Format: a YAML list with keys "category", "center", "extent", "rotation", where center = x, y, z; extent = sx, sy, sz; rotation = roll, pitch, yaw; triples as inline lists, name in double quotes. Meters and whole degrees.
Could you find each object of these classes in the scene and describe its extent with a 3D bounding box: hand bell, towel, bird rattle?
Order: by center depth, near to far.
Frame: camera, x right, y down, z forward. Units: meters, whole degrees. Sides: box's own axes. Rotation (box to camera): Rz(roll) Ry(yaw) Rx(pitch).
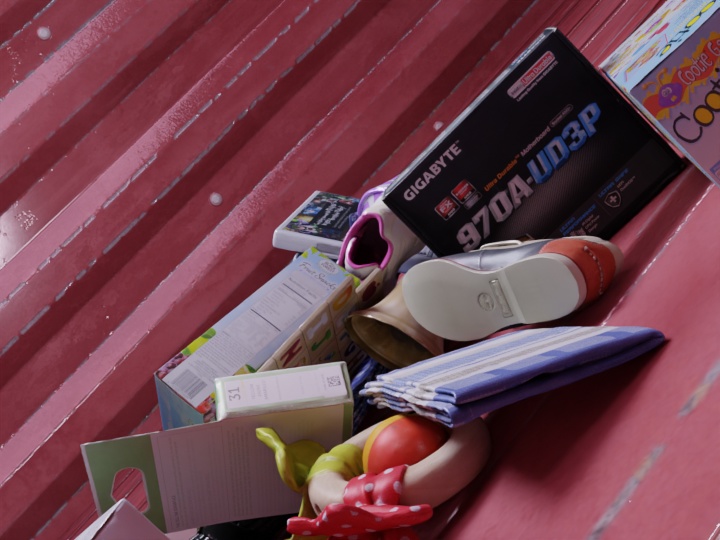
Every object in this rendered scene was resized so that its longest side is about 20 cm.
- category: "towel"
  center: [0.091, 0.066, 0.683]
  extent: [0.147, 0.024, 0.200]
  rotation: [-17, 1, -15]
- category: "bird rattle"
  center: [0.012, 0.134, 0.689]
  extent: [0.163, 0.113, 0.200]
  rotation: [-30, 3, -20]
- category: "hand bell"
  center: [0.079, -0.007, 0.950]
  extent: [0.200, 0.104, 0.104]
  rotation: [-58, 10, -22]
- category: "towel"
  center: [0.008, 0.098, 1.048]
  extent: [0.200, 0.024, 0.145]
  rotation: [-60, 3, -28]

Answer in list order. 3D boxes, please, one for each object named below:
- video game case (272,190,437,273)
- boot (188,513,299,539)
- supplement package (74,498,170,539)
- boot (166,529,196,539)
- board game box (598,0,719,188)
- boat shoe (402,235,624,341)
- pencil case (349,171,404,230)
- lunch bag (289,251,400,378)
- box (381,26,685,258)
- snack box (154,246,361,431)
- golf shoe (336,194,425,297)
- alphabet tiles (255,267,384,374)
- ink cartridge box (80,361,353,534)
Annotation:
- category: "video game case"
  center: [0.013, -0.044, 1.173]
  extent: [0.200, 0.182, 0.023]
  rotation: [-58, -22, -70]
- category: "boot"
  center: [-0.117, 0.246, 0.874]
  extent: [0.158, 0.079, 0.211]
  rotation: [-46, 6, 2]
- category: "supplement package"
  center: [-0.171, 0.282, 0.655]
  extent: [0.111, 0.156, 0.200]
  rotation: [-41, 8, 42]
- category: "boot"
  center: [-0.119, 0.228, 1.087]
  extent: [0.200, 0.073, 0.090]
  rotation: [-41, -1, 23]
- category: "board game box"
  center: [0.261, -0.144, 0.773]
  extent: [0.105, 0.103, 0.200]
  rotation: [-44, 6, 17]
- category: "boat shoe"
  center: [0.113, 0.010, 0.810]
  extent: [0.063, 0.071, 0.200]
  rotation: [-29, 11, -37]
- category: "pencil case"
  center: [0.081, -0.073, 1.091]
  extent: [0.084, 0.086, 0.200]
  rotation: [8, 26, 39]
- category: "lunch bag"
  center: [-0.038, 0.054, 1.189]
  extent: [0.170, 0.127, 0.200]
  rotation: [-65, -11, 20]
- category: "box"
  center: [0.143, -0.077, 0.867]
  extent: [0.200, 0.159, 0.046]
  rotation: [-44, 8, 11]
- category: "snack box"
  center: [-0.090, 0.099, 0.957]
  extent: [0.200, 0.068, 0.169]
  rotation: [-42, -25, -31]
- category: "golf shoe"
  center: [0.000, 0.000, 0.994]
  extent: [0.092, 0.075, 0.200]
  rotation: [-26, -30, -50]
- category: "alphabet tiles"
  center: [-0.044, 0.089, 0.938]
  extent: [0.200, 0.006, 0.166]
  rotation: [-47, -23, -19]
- category: "ink cartridge box"
  center: [-0.107, 0.145, 0.806]
  extent: [0.146, 0.200, 0.048]
  rotation: [93, 167, -45]
